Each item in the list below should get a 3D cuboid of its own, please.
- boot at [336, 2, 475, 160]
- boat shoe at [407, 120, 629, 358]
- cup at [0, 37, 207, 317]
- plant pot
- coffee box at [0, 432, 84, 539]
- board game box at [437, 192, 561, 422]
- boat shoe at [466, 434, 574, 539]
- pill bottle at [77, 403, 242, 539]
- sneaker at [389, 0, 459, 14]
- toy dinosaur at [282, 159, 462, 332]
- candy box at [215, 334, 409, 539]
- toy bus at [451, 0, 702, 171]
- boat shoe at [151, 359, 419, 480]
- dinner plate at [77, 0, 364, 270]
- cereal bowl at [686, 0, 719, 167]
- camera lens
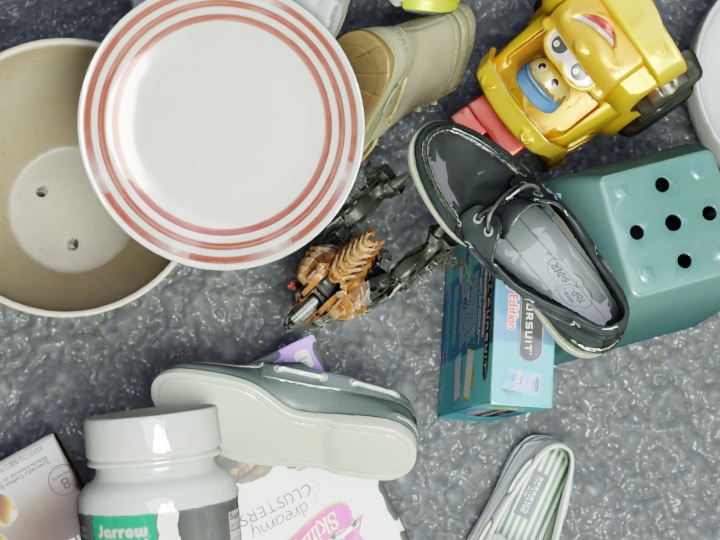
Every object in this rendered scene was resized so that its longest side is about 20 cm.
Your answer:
[{"bbox_3d":[0.002,-0.124,1.288,0.073,0.200,0.155,43,37,12],"label":"boot"},{"bbox_3d":[0.109,-0.026,1.097,0.074,0.066,0.200,-35,88,-11],"label":"boat shoe"},{"bbox_3d":[-0.218,-0.056,1.221,0.199,0.143,0.202,1,81,-8],"label":"cup"},{"bbox_3d":[0.208,-0.019,1.247,0.141,0.200,0.142,-14,84,-10],"label":"plant pot"},{"bbox_3d":[-0.287,0.217,1.204,0.199,0.080,0.115,-28,87,-11],"label":"coffee box"},{"bbox_3d":[0.102,0.032,1.224,0.047,0.200,0.152,4,82,-8],"label":"board game box"},{"bbox_3d":[0.113,0.221,1.267,0.073,0.067,0.201,18,80,-5],"label":"boat shoe"},{"bbox_3d":[-0.137,0.198,1.139,0.112,0.113,0.201,-6,90,-9],"label":"pill bottle"},{"bbox_3d":[0.057,-0.282,1.283,0.074,0.085,0.201,6,42,-11],"label":"sneaker"},{"bbox_3d":[0.000,0.000,1.212,0.136,0.200,0.102,-41,108,-13],"label":"toy dinosaur"},{"bbox_3d":[-0.070,0.176,1.245,0.167,0.072,0.201,-25,86,-11],"label":"candy box"},{"bbox_3d":[0.148,-0.145,1.262,0.191,0.200,0.136,-34,86,3],"label":"toy bus"},{"bbox_3d":[-0.053,0.101,1.203,0.199,0.073,0.062,13,36,2],"label":"boat shoe"},{"bbox_3d":[-0.096,-0.100,1.137,0.199,0.024,0.202,0,101,-1],"label":"dinner plate"},{"bbox_3d":[0.357,-0.148,1.345,0.199,0.083,0.201,1,81,-7],"label":"cereal bowl"},{"bbox_3d":[-0.085,-0.222,1.222,0.159,0.200,0.161,1,108,3],"label":"camera lens"}]
